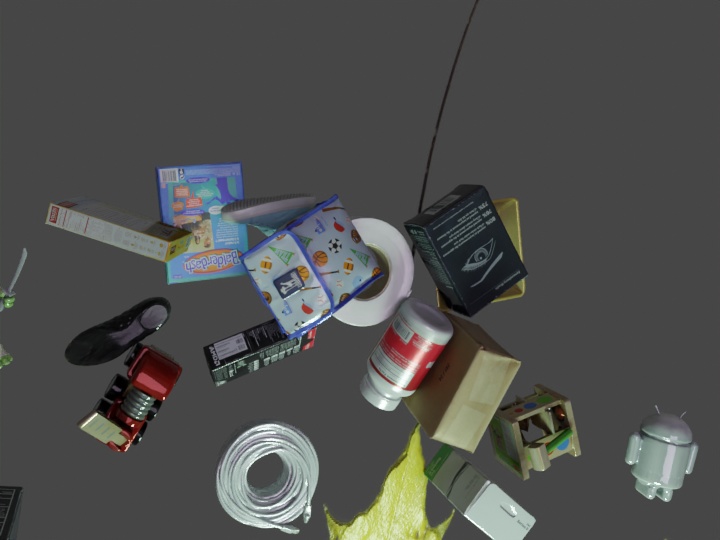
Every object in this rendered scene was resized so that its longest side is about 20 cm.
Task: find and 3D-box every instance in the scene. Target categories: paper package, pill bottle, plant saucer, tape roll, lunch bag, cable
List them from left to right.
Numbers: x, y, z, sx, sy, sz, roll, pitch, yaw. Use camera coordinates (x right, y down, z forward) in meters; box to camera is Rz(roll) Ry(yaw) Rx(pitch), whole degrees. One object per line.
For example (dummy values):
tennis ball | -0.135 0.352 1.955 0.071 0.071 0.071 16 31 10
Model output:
cable | -0.175 0.378 1.397 0.197 0.069 0.204 15 91 -19
lunch bag | -0.086 -0.005 1.260 0.199 0.123 0.172 -34 96 -24
tape roll | 0.000 0.000 1.407 0.199 0.071 0.207 -2 97 -18
pill bottle | 0.082 0.162 1.411 0.111 0.113 0.202 24 111 -19
paper package | 0.185 0.207 1.416 0.102 0.191 0.203 22 101 -23
plant saucer | 0.227 -0.034 1.491 0.196 0.048 0.204 -10 99 -17

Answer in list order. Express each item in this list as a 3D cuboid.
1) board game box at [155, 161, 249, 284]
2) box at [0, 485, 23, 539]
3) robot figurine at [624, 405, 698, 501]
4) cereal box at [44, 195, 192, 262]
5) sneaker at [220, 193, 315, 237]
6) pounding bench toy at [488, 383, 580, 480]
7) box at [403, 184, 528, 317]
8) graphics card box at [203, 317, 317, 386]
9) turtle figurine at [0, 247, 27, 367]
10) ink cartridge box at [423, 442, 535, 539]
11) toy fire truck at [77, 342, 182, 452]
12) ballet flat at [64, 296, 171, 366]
board game box | -0.278 -0.086 1.317 0.149 0.045 0.204 -6 98 -18
box | -0.653 0.433 1.174 0.196 0.198 0.126 9 96 -19
robot figurine | 0.671 0.405 1.658 0.166 0.113 0.204 9 93 -12
cereal box | -0.385 -0.069 1.205 0.197 0.144 0.040 18 99 -1
sneaker | -0.156 -0.087 1.318 0.198 0.073 0.084 -11 106 -39
pounding bench toy | 0.372 0.331 1.503 0.153 0.200 0.127 -17 102 -15
box | 0.198 -0.039 1.401 0.147 0.104 0.202 -32 106 -12
graphics card box | -0.179 0.137 1.334 0.197 0.126 0.051 -23 74 -14
turtle figurine | -0.615 0.081 1.160 0.196 0.144 0.197 -2 116 16
ink cartridge box | 0.231 0.445 1.469 0.146 0.200 0.084 41 85 -18
toy fire truck | -0.386 0.219 1.236 0.128 0.200 0.178 34 86 -19
ballet flat | -0.419 0.109 1.298 0.197 0.057 0.067 -27 103 -7
